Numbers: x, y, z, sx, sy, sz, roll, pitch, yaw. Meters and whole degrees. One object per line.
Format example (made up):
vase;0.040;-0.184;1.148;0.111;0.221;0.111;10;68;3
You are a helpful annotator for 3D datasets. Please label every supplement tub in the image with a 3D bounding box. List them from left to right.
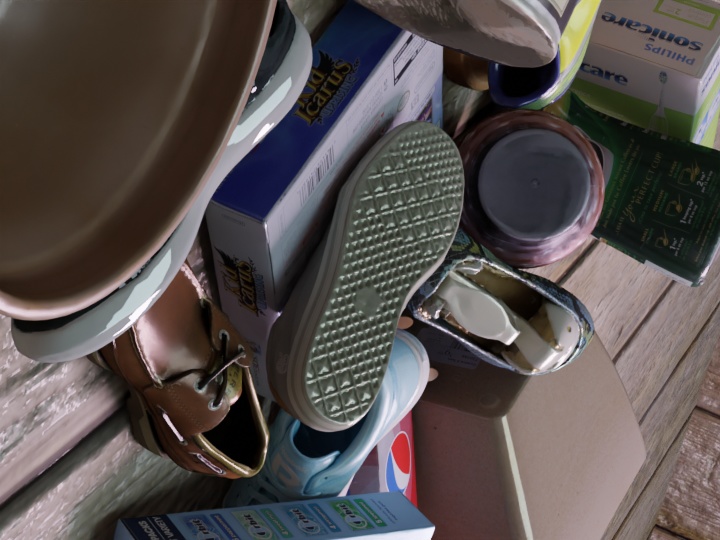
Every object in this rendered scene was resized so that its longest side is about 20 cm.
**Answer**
supplement tub;0.106;-0.054;1.073;0.200;0.107;0.107;136;-22;-89

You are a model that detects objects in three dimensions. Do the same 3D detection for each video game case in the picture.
video game case;-0.015;-0.049;0.924;0.200;0.045;0.181;-56;158;-30

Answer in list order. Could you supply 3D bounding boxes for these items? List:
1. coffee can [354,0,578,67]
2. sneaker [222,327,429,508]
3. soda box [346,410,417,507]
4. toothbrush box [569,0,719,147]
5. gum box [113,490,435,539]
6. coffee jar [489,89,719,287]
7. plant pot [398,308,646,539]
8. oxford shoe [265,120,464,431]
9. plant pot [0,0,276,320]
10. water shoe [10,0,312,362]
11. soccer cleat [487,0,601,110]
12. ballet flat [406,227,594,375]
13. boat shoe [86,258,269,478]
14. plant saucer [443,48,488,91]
coffee can;0.074;-0.226;0.810;0.200;0.146;0.146;-64;161;-6
sneaker;-0.040;0.117;0.977;0.200;0.074;0.082;-57;162;14
soda box;-0.004;0.155;1.065;0.063;0.070;0.200;-31;121;-61
toothbrush box;0.211;-0.137;1.282;0.086;0.145;0.200;-57;158;-28
gum box;-0.067;0.220;0.947;0.200;0.045;0.170;0;118;-38
coffee jar;0.187;-0.071;1.207;0.085;0.200;0.104;-30;144;-76
plant pot;0.080;0.111;1.165;0.200;0.200;0.177;-51;143;-39
oxford shoe;0.000;0.000;0.876;0.058;0.075;0.200;-20;-139;55
plant pot;-0.114;-0.091;0.540;0.201;0.093;0.201;-54;158;-34
water shoe;-0.101;-0.054;0.689;0.200;0.071;0.079;-57;131;-23
soccer cleat;0.130;-0.194;1.029;0.084;0.065;0.200;-33;143;-54
ballet flat;0.090;0.032;1.000;0.200;0.074;0.074;26;87;-39
boat shoe;-0.086;0.043;0.804;0.072;0.068;0.200;-58;158;-21
plant saucer;0.115;-0.220;1.105;0.200;0.032;0.200;-52;156;-36
